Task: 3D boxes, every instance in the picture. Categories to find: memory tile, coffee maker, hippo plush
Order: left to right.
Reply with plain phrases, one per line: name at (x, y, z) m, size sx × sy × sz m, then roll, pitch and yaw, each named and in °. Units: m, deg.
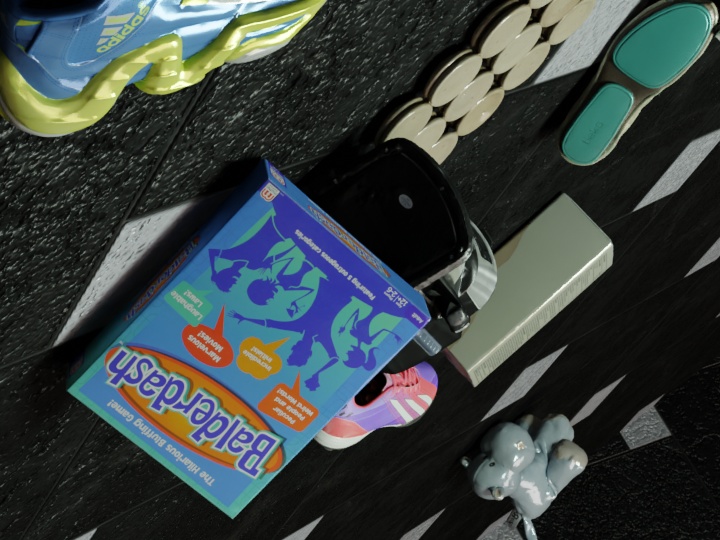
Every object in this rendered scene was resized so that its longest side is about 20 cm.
coffee maker at (0.000, 0.000, 1.320) m, size 0.191 × 0.135 × 0.200 m, roll -9°, pitch 166°, yaw 9°
memory tile at (0.094, -0.151, 1.308) m, size 0.200 × 0.017 × 0.153 m, roll -45°, pitch 164°, yaw 6°
hippo plush at (0.219, 0.291, 2.640) m, size 0.161 × 0.159 × 0.200 m, roll 19°, pitch 106°, yaw -38°

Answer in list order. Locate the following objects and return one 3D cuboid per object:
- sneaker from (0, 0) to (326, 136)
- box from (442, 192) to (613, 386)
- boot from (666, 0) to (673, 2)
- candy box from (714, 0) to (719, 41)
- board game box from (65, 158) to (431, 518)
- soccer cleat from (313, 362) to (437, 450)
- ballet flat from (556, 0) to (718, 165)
sneaker at (-0.082, -0.136, 0.805) m, size 0.200 × 0.076 × 0.105 m, roll -36°, pitch 163°, yaw -20°
box at (0.164, 0.021, 1.819) m, size 0.200 × 0.078 × 0.095 m, roll -41°, pitch 165°, yaw -4°
boot at (0.231, -0.275, 1.195) m, size 0.168 × 0.076 × 0.200 m, roll -43°, pitch 159°, yaw 17°
candy box at (0.376, -0.247, 1.550) m, size 0.136 × 0.061 × 0.200 m, roll -47°, pitch -178°, yaw 17°
board game box at (-0.076, 0.049, 1.182) m, size 0.200 × 0.152 × 0.045 m, roll -46°, pitch -160°, yaw 12°
soccer cleat at (0.024, 0.120, 1.775) m, size 0.200 × 0.068 × 0.073 m, roll -19°, pitch 148°, yaw -50°
ballet flat at (0.236, -0.176, 1.537) m, size 0.200 × 0.067 × 0.062 m, roll -48°, pitch -168°, yaw 33°
